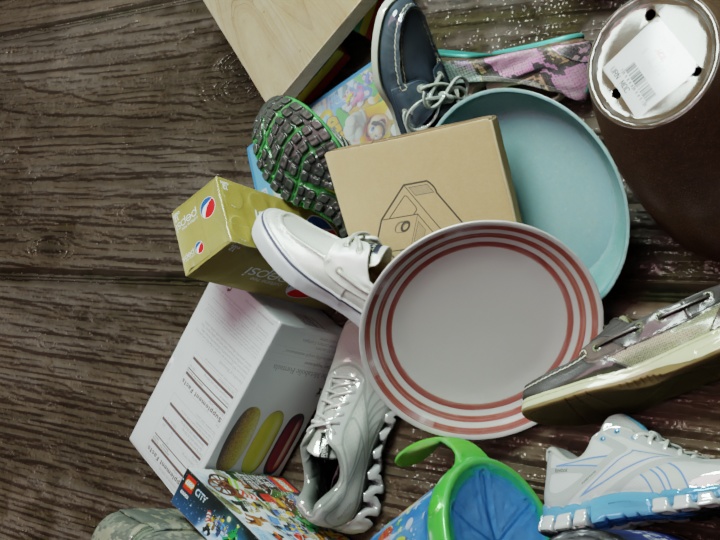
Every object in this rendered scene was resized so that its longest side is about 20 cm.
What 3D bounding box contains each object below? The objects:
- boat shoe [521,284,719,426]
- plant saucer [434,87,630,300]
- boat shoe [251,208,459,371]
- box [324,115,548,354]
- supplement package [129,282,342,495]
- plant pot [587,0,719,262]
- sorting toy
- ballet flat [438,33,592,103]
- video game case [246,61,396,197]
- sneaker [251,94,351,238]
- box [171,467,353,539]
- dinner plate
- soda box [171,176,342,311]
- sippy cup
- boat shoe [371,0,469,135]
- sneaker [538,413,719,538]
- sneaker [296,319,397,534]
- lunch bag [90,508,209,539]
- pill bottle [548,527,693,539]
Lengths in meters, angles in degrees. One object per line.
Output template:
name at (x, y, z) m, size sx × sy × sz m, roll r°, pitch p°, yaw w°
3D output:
boat shoe at (0.214, 0.068, 0.863) m, size 0.198 × 0.073 × 0.066 m, roll -22°, pitch 57°, yaw 27°
plant saucer at (0.139, -0.056, 0.924) m, size 0.198 × 0.036 × 0.203 m, roll 19°, pitch 122°, yaw 33°
boat shoe at (0.000, 0.000, 0.936) m, size 0.199 × 0.071 × 0.070 m, roll 38°, pitch 122°, yaw 7°
box at (0.065, -0.019, 0.947) m, size 0.161 × 0.021 × 0.203 m, roll -8°, pitch 106°, yaw 31°
supplement package at (-0.117, 0.117, 1.082) m, size 0.109 × 0.113 × 0.202 m, roll 37°, pitch 104°, yaw 39°
plant pot at (0.245, -0.116, 0.791) m, size 0.185 × 0.199 × 0.190 m, roll -10°, pitch 74°, yaw 36°
sorting toy at (-0.051, -0.295, 1.156) m, size 0.199 × 0.069 × 0.201 m, roll -46°, pitch 55°, yaw 21°
ballet flat at (0.119, -0.170, 1.000) m, size 0.198 × 0.069 × 0.073 m, roll 4°, pitch 101°, yaw 39°
video game case at (-0.029, -0.109, 1.127) m, size 0.199 × 0.018 × 0.145 m, roll -29°, pitch 63°, yaw 30°
sneaker at (-0.022, -0.081, 1.031) m, size 0.200 × 0.085 × 0.078 m, roll 47°, pitch 109°, yaw 1°
box at (-0.060, 0.249, 0.989) m, size 0.199 × 0.136 × 0.038 m, roll 34°, pitch 100°, yaw 38°
dinner plate at (0.096, 0.048, 0.895) m, size 0.200 × 0.199 × 0.024 m, roll -47°, pitch 21°, yaw 19°
soda box at (-0.076, -0.020, 1.025) m, size 0.064 × 0.199 × 0.069 m, roll -33°, pitch 61°, yaw 30°
sippy cup at (0.072, 0.239, 0.899) m, size 0.130 × 0.139 × 0.179 m, roll -36°, pitch 24°, yaw 38°
boat shoe at (0.058, -0.142, 0.972) m, size 0.061 × 0.074 × 0.203 m, roll 23°, pitch 135°, yaw 41°
sneaker at (0.218, 0.147, 0.836) m, size 0.198 × 0.075 × 0.088 m, roll -17°, pitch 63°, yaw 35°
sneaker at (-0.012, 0.137, 1.016) m, size 0.074 × 0.081 × 0.204 m, roll 0°, pitch 78°, yaw 40°
lunch bag at (-0.136, 0.301, 0.998) m, size 0.166 × 0.199 × 0.142 m, roll 9°, pitch 86°, yaw 40°
pill bottle at (0.174, 0.236, 0.763) m, size 0.111 × 0.199 × 0.114 m, roll -10°, pitch 72°, yaw 36°
